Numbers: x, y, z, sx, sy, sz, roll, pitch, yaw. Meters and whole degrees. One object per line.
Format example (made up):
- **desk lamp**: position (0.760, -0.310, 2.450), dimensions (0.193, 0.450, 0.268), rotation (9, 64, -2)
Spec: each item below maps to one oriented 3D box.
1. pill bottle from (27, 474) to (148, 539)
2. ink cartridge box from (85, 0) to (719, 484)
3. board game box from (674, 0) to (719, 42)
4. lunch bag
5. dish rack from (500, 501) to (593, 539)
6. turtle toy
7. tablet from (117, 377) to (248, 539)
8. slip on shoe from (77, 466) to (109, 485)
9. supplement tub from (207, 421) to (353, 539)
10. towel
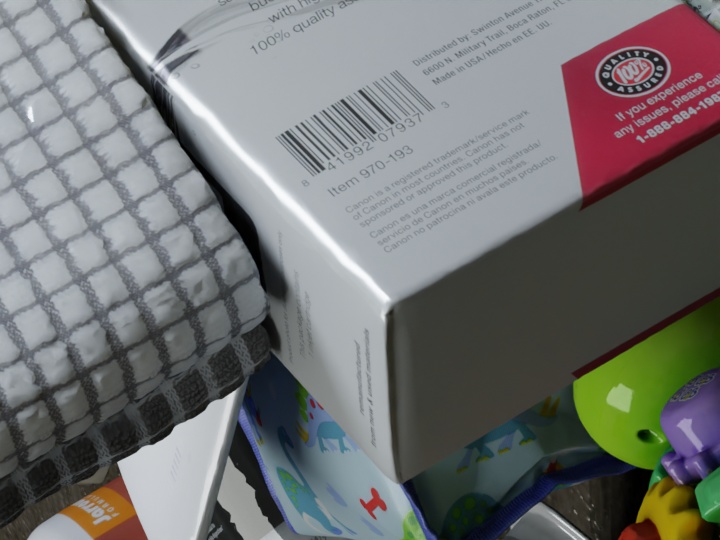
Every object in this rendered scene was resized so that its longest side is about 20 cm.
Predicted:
- **pill bottle**: position (-0.089, 0.147, 1.333), dimensions (0.112, 0.200, 0.112), rotation (47, 155, 30)
- **ink cartridge box**: position (0.009, -0.054, 0.856), dimensions (0.200, 0.145, 0.083), rotation (46, 155, 34)
- **board game box**: position (0.082, -0.082, 0.892), dimensions (0.120, 0.032, 0.200), rotation (56, 159, 3)
- **lunch bag**: position (0.000, 0.000, 1.051), dimensions (0.200, 0.127, 0.170), rotation (68, 159, -8)
- **dish rack**: position (0.120, 0.186, 1.067), dimensions (0.200, 0.044, 0.172), rotation (39, 161, 27)
- **turtle toy**: position (0.125, 0.078, 0.860), dimensions (0.200, 0.101, 0.146), rotation (-100, 14, -46)
- **tablet**: position (-0.059, 0.000, 1.022), dimensions (0.130, 0.014, 0.200), rotation (-122, 43, -57)
- **slip on shoe**: position (-0.119, -0.007, 1.124), dimensions (0.076, 0.060, 0.200), rotation (-104, 23, -62)
- **supplement tub**: position (-0.046, 0.043, 1.212), dimensions (0.200, 0.122, 0.123), rotation (57, 159, 10)
- **towel**: position (-0.143, -0.014, 0.828), dimensions (0.200, 0.165, 0.086), rotation (53, 163, 22)
